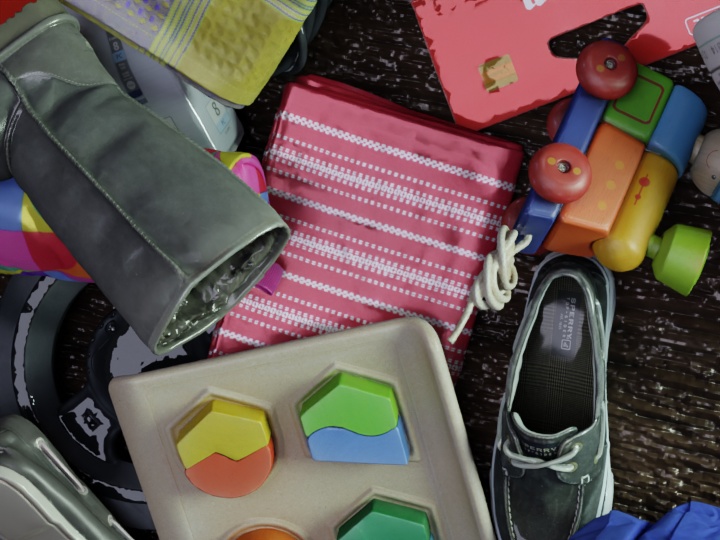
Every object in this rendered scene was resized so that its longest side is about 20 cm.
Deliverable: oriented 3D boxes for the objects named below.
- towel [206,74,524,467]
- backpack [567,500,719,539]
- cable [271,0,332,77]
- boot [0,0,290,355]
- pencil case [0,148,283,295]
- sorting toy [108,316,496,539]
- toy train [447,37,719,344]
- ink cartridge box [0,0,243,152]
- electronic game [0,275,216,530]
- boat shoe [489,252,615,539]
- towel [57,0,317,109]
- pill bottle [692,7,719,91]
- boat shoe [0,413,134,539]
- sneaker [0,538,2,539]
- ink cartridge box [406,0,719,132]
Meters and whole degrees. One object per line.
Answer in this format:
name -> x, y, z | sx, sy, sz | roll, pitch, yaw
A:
towel -> 0.000, 0.000, 1.427 | 0.145, 0.022, 0.200 | 17, 96, 2
backpack -> 0.167, 0.241, 1.350 | 0.168, 0.163, 0.200 | 17, 113, 22
cable -> -0.081, -0.203, 1.442 | 0.163, 0.051, 0.200 | -38, 79, 12
boot -> -0.162, -0.029, 1.332 | 0.182, 0.073, 0.200 | -42, 76, 5
pencil case -> -0.147, -0.028, 1.401 | 0.200, 0.088, 0.088 | 6, 97, 18
sorting toy -> -0.031, 0.128, 1.424 | 0.200, 0.036, 0.185 | -11, 113, 14
toy train -> 0.135, -0.018, 1.334 | 0.116, 0.085, 0.200 | 25, 65, 2
ink cartridge box -> -0.183, -0.128, 1.425 | 0.160, 0.047, 0.200 | -17, 116, 29
electronic game -> -0.124, 0.055, 1.478 | 0.200, 0.042, 0.200 | 1, 94, 10
boat shoe -> 0.104, 0.088, 1.396 | 0.072, 0.071, 0.200 | 4, 97, 17
towel -> -0.078, -0.191, 1.323 | 0.144, 0.023, 0.200 | 36, 123, 0
pill bottle -> 0.267, -0.065, 1.307 | 0.113, 0.113, 0.200 | -27, 89, 18
boat shoe -> -0.158, 0.164, 1.469 | 0.067, 0.057, 0.200 | -19, 124, 32
sneaker -> -0.242, 0.144, 1.510 | 0.082, 0.074, 0.200 | -38, 88, 31
ink cartridge box -> 0.108, -0.190, 1.382 | 0.200, 0.045, 0.176 | -21, 88, 18
